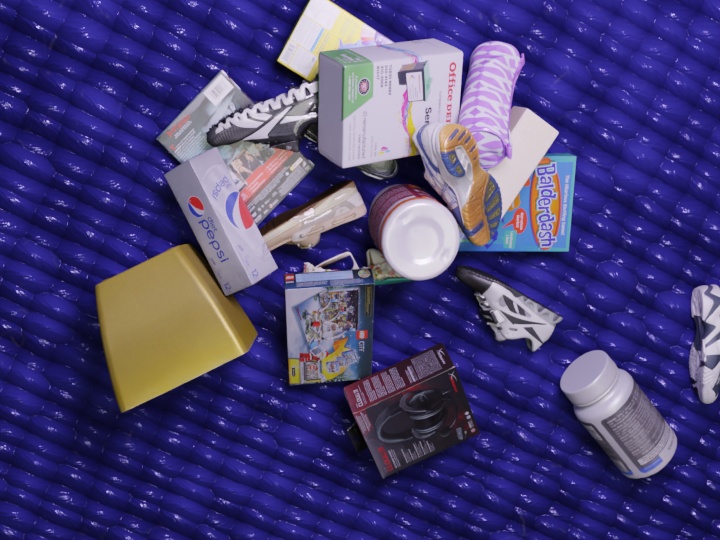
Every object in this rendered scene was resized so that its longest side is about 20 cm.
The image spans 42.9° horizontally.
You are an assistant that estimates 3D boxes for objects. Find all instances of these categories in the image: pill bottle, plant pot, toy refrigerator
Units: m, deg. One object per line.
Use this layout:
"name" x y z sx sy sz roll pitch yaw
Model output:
"pill bottle" 0.072 -0.064 1.355 0.112 0.200 0.116 -2 105 -7
"pill bottle" 0.425 0.237 1.520 0.113 0.114 0.201 -40 105 3
"plant pot" -0.283 0.069 1.355 0.197 0.200 0.179 -25 95 -1
"toy refrigerator" 0.209 -0.140 1.373 0.069 0.076 0.202 32 96 -12

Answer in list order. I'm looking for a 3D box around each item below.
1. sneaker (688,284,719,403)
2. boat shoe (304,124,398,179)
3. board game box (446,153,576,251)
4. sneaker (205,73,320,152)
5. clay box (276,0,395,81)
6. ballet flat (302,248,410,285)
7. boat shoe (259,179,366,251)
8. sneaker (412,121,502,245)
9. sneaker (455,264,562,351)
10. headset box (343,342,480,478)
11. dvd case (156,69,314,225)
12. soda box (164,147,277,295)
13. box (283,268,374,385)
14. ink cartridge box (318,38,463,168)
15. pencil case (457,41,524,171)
"sneaker" 0.625 0.123 1.534 0.127 0.079 0.203 -3 94 2
"boat shoe" -0.024 -0.205 1.381 0.198 0.060 0.076 27 100 -13
"board game box" 0.235 -0.108 1.446 0.196 0.045 0.155 -1 103 -8
"sneaker" -0.127 -0.207 1.332 0.197 0.067 0.092 -22 101 8
"clay box" -0.013 -0.310 1.364 0.198 0.048 0.116 30 98 -14
"ballet flat" 0.000 0.000 1.432 0.196 0.076 0.065 -10 87 -8
"boat shoe" -0.084 -0.065 1.404 0.198 0.072 0.066 -30 107 -3
"sneaker" 0.138 -0.127 1.300 0.075 0.088 0.202 -39 125 -23
"sneaker" 0.226 0.065 1.472 0.198 0.074 0.089 31 96 -13
"headset box" 0.074 0.230 1.476 0.197 0.077 0.150 -24 120 -3
"dvd case" -0.188 -0.179 1.387 0.146 0.022 0.200 -45 106 4
"soda box" -0.203 -0.071 1.342 0.068 0.063 0.202 -20 100 42
"box" -0.049 0.090 1.420 0.134 0.038 0.202 -4 129 -7
"ink cartridge box" 0.043 -0.240 1.305 0.197 0.084 0.147 -13 120 -27
"pencil case" 0.189 -0.243 1.334 0.084 0.203 0.084 0 146 18
